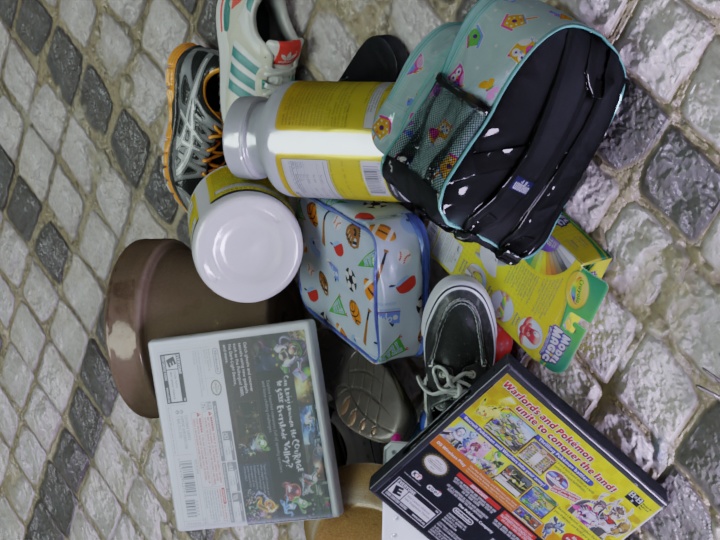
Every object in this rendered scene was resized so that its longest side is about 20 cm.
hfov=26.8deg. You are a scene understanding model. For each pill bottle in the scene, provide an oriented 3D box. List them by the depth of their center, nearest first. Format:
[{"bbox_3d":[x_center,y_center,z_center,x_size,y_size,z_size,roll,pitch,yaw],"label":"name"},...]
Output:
[{"bbox_3d":[-0.028,-0.125,1.454,0.198,0.112,0.113,4,105,25],"label":"pill bottle"},{"bbox_3d":[-0.122,-0.048,1.556,0.200,0.110,0.113,-116,26,-71],"label":"pill bottle"}]

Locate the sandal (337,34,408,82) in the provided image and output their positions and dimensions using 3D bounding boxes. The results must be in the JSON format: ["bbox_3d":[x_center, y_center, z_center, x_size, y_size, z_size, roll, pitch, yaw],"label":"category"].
[{"bbox_3d":[-0.019,-0.159,1.531,0.076,0.043,0.201,53,135,24],"label":"sandal"}]

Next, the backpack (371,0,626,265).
[{"bbox_3d":[0.120,-0.132,1.273,0.201,0.175,0.153,-54,49,12],"label":"backpack"}]

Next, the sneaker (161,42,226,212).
[{"bbox_3d":[-0.172,-0.151,1.687,0.077,0.078,0.202,7,108,38],"label":"sneaker"}]

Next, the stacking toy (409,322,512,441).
[{"bbox_3d":[0.100,0.131,1.465,0.085,0.085,0.202,38,120,35],"label":"stacking toy"}]

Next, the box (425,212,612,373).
[{"bbox_3d":[0.148,-0.011,1.384,0.200,0.048,0.118,49,133,32],"label":"box"}]

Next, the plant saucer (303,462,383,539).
[{"bbox_3d":[0.023,0.294,1.562,0.198,0.035,0.202,12,120,21],"label":"plant saucer"}]

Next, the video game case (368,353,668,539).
[{"bbox_3d":[0.139,0.195,1.340,0.200,0.026,0.181,40,114,-13],"label":"video game case"}]

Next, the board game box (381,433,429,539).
[{"bbox_3d":[0.119,0.243,1.395,0.198,0.026,0.202,3,117,4],"label":"board game box"}]

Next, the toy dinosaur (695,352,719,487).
[{"bbox_3d":[0.348,0.115,1.199,0.198,0.105,0.183,26,112,-2],"label":"toy dinosaur"}]

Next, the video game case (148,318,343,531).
[{"bbox_3d":[-0.118,0.159,1.544,0.180,0.023,0.202,-8,93,17],"label":"video game case"}]

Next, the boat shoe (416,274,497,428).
[{"bbox_3d":[0.086,0.106,1.381,0.068,0.073,0.201,-94,11,-69],"label":"boat shoe"}]

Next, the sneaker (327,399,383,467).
[{"bbox_3d":[-0.010,0.233,1.613,0.073,0.070,0.202,-15,89,49],"label":"sneaker"}]

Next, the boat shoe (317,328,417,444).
[{"bbox_3d":[0.011,0.119,1.541,0.075,0.073,0.200,-59,34,8],"label":"boat shoe"}]

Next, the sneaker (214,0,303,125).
[{"bbox_3d":[-0.099,-0.206,1.588,0.093,0.070,0.202,0,98,54],"label":"sneaker"}]

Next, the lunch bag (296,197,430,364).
[{"bbox_3d":[0.000,0.000,1.506,0.200,0.075,0.162,37,136,57],"label":"lunch bag"}]

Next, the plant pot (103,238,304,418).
[{"bbox_3d":[-0.159,0.058,1.649,0.173,0.200,0.203,-5,99,20],"label":"plant pot"}]
